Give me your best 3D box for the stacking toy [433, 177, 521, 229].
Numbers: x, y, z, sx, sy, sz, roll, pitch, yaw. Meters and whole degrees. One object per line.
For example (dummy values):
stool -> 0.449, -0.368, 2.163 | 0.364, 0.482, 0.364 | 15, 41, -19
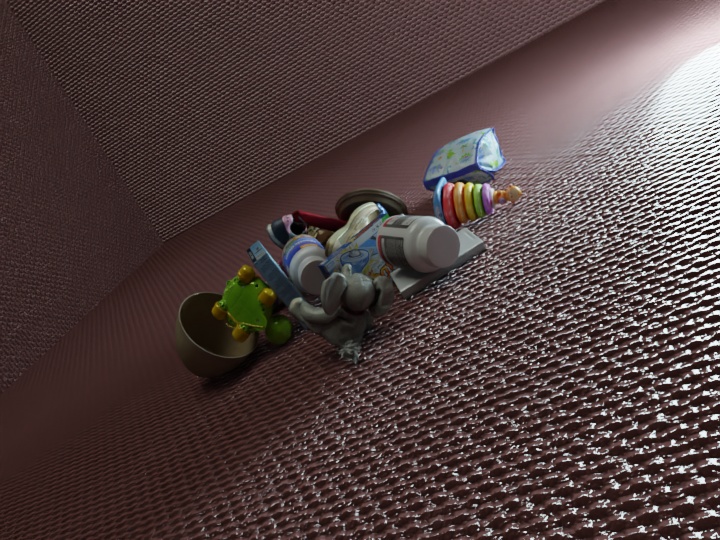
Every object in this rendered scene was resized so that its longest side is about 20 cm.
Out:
stacking toy -> 0.271, -0.160, 1.541 | 0.195, 0.119, 0.110 | -7, 26, 23

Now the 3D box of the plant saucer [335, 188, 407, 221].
plant saucer -> 0.028, -0.148, 1.779 | 0.197, 0.199, 0.030 | -17, 54, 36

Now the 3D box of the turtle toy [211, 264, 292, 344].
turtle toy -> -0.240, 0.092, 1.553 | 0.147, 0.200, 0.101 | -50, -15, 13

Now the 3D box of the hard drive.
hard drive -> 0.161, -0.018, 1.436 | 0.197, 0.027, 0.132 | -32, 18, 1

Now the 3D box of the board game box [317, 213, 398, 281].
board game box -> 0.015, -0.013, 1.488 | 0.199, 0.137, 0.034 | -40, 21, -24

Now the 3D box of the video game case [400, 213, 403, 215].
video game case -> 0.026, -0.065, 1.690 | 0.197, 0.018, 0.143 | -32, -11, -5

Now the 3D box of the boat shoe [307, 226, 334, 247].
boat shoe -> -0.121, -0.095, 1.872 | 0.075, 0.075, 0.199 | -38, 19, -19

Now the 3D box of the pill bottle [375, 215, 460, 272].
pill bottle -> 0.119, -0.055, 1.380 | 0.110, 0.112, 0.199 | -36, 19, -17

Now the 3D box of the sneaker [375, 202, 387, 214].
sneaker -> -0.019, -0.104, 1.727 | 0.197, 0.079, 0.066 | -29, 19, 12

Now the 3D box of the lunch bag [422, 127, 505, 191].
lunch bag -> 0.272, -0.278, 1.775 | 0.167, 0.130, 0.200 | -18, 12, 35

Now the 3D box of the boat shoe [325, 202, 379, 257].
boat shoe -> -0.004, -0.087, 1.570 | 0.064, 0.073, 0.200 | 23, 45, 23

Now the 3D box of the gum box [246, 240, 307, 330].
gum box -> -0.188, 0.032, 1.596 | 0.044, 0.202, 0.170 | -38, 18, -5

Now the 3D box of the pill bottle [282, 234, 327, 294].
pill bottle -> -0.124, -0.012, 1.622 | 0.111, 0.114, 0.200 | -32, 21, -5

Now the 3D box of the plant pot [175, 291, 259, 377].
plant pot -> -0.354, 0.171, 1.583 | 0.136, 0.198, 0.201 | -56, 3, 31

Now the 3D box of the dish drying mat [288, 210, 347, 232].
dish drying mat -> -0.086, -0.122, 1.757 | 0.076, 0.196, 0.019 | -18, 63, 58

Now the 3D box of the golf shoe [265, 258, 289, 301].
golf shoe -> -0.216, 0.032, 1.788 | 0.201, 0.075, 0.091 | -50, -3, 23

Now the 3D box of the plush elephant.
plush elephant -> -0.027, 0.062, 1.303 | 0.200, 0.161, 0.158 | 46, 118, 57

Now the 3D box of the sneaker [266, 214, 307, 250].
sneaker -> -0.156, -0.081, 1.748 | 0.081, 0.199, 0.072 | -30, 59, 19
